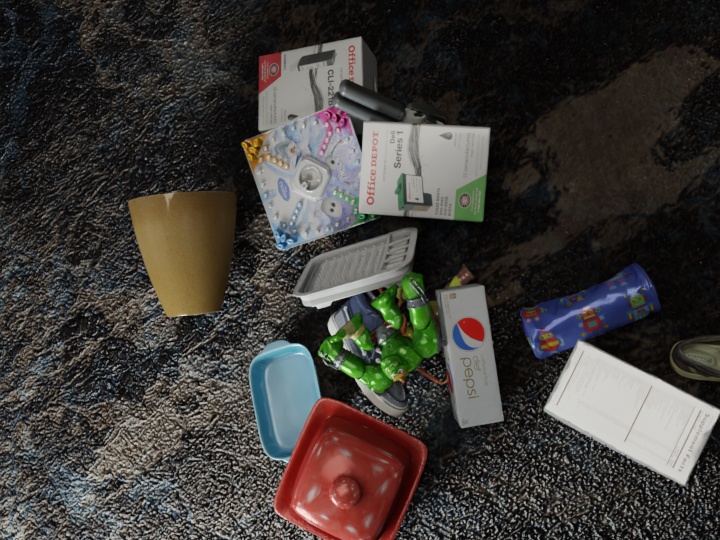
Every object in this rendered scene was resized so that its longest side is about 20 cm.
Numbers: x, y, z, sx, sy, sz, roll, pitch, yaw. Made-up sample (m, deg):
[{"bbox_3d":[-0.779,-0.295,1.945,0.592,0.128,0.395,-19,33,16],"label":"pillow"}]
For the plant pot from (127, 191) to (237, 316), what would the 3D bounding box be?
[{"bbox_3d":[-0.296,-0.025,1.281,0.184,0.186,0.203,-6,91,18],"label":"plant pot"}]

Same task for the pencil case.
[{"bbox_3d":[0.331,0.060,1.082,0.198,0.087,0.079,-24,102,13],"label":"pencil case"}]

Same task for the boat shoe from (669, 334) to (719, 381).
[{"bbox_3d":[0.528,0.124,1.005,0.198,0.066,0.073,3,78,20],"label":"boat shoe"}]

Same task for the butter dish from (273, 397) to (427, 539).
[{"bbox_3d":[-0.018,0.317,1.093,0.198,0.148,0.202,24,86,4],"label":"butter dish"}]

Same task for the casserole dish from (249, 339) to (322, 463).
[{"bbox_3d":[-0.116,0.216,1.224,0.120,0.039,0.202,-18,74,14],"label":"casserole dish"}]

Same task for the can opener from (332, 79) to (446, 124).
[{"bbox_3d":[0.049,-0.261,1.219,0.053,0.198,0.067,-54,28,41],"label":"can opener"}]

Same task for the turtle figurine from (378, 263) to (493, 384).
[{"bbox_3d":[0.117,0.062,1.163,0.161,0.064,0.201,-37,69,8],"label":"turtle figurine"}]

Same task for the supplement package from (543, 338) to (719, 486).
[{"bbox_3d":[0.371,0.195,1.020,0.199,0.109,0.115,28,88,23],"label":"supplement package"}]

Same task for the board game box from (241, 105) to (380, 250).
[{"bbox_3d":[-0.086,-0.155,1.255,0.198,0.026,0.202,-17,97,18],"label":"board game box"}]

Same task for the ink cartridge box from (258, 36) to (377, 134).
[{"bbox_3d":[-0.074,-0.311,1.301,0.198,0.084,0.146,-5,77,17],"label":"ink cartridge box"}]

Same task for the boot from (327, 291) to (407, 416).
[{"bbox_3d":[0.027,0.125,1.163,0.090,0.072,0.201,-49,65,29],"label":"boot"}]

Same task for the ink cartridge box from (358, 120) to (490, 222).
[{"bbox_3d":[0.098,-0.156,1.166,0.197,0.084,0.148,4,98,6],"label":"ink cartridge box"}]

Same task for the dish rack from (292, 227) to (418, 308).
[{"bbox_3d":[0.000,0.000,1.182,0.198,0.172,0.044,-15,111,15],"label":"dish rack"}]

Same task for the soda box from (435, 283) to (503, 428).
[{"bbox_3d":[0.161,0.124,1.098,0.067,0.064,0.203,-9,93,-2],"label":"soda box"}]

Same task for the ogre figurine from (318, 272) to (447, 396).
[{"bbox_3d":[0.042,0.102,1.090,0.200,0.098,0.120,-41,92,4],"label":"ogre figurine"}]
